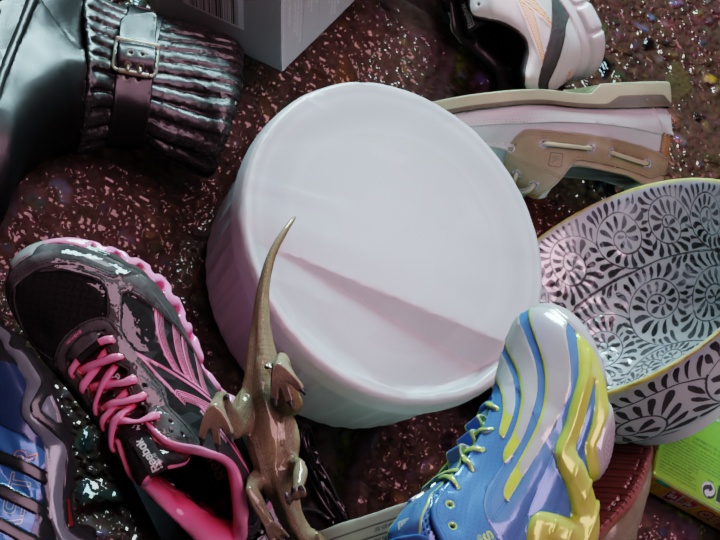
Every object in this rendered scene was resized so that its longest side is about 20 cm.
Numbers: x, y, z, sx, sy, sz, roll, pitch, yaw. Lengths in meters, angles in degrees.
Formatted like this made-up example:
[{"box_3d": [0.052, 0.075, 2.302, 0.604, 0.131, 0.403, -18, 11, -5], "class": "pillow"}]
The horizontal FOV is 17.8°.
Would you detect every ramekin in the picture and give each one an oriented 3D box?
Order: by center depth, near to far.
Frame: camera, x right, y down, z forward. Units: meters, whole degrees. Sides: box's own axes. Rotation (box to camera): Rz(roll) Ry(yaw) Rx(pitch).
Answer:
[{"box_3d": [0.000, 0.000, 1.350, 0.201, 0.094, 0.204, 13, 61, -25], "class": "ramekin"}]

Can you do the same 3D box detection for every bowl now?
[{"box_3d": [0.175, 0.043, 1.399, 0.201, 0.200, 0.095, -54, 126, -36], "class": "bowl"}]

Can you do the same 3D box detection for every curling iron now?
[{"box_3d": [0.175, 0.005, 1.495, 0.049, 0.026, 0.202, 2, 70, -6], "class": "curling iron"}]

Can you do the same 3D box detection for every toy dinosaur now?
[{"box_3d": [-0.050, 0.072, 1.207, 0.058, 0.101, 0.202, -10, 86, 6], "class": "toy dinosaur"}]

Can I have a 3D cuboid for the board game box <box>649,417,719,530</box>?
[{"box_3d": [0.238, 0.069, 1.496, 0.095, 0.030, 0.201, 29, 58, -19], "class": "board game box"}]

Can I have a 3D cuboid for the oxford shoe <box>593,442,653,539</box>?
[{"box_3d": [0.128, 0.176, 1.372, 0.200, 0.070, 0.075, -52, 130, -42], "class": "oxford shoe"}]

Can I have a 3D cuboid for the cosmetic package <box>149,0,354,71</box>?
[{"box_3d": [-0.035, -0.224, 1.424, 0.106, 0.091, 0.200, 24, 52, 20], "class": "cosmetic package"}]

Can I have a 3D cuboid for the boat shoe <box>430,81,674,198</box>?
[{"box_3d": [0.108, -0.079, 1.459, 0.198, 0.075, 0.069, -5, 91, -15], "class": "boat shoe"}]

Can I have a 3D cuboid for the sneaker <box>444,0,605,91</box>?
[{"box_3d": [0.079, -0.201, 1.508, 0.080, 0.074, 0.201, -33, 86, -35], "class": "sneaker"}]

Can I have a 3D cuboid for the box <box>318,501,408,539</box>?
[{"box_3d": [0.038, 0.236, 1.222, 0.108, 0.128, 0.202, 19, 64, -32], "class": "box"}]

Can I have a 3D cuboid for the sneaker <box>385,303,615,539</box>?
[{"box_3d": [0.069, 0.106, 1.159, 0.104, 0.076, 0.202, 14, 67, -33], "class": "sneaker"}]

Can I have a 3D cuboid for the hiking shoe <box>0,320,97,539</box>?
[{"box_3d": [-0.193, 0.113, 1.195, 0.086, 0.074, 0.201, -14, 75, -35], "class": "hiking shoe"}]

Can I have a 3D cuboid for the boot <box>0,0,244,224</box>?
[{"box_3d": [-0.154, -0.079, 1.308, 0.157, 0.079, 0.212, 26, 56, -17], "class": "boot"}]

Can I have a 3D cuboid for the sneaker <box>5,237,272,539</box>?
[{"box_3d": [-0.114, 0.070, 1.206, 0.200, 0.079, 0.096, 49, 17, -15], "class": "sneaker"}]

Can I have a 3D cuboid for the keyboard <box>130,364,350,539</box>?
[{"box_3d": [-0.052, 0.143, 1.297, 0.127, 0.021, 0.201, -23, 81, -36], "class": "keyboard"}]
